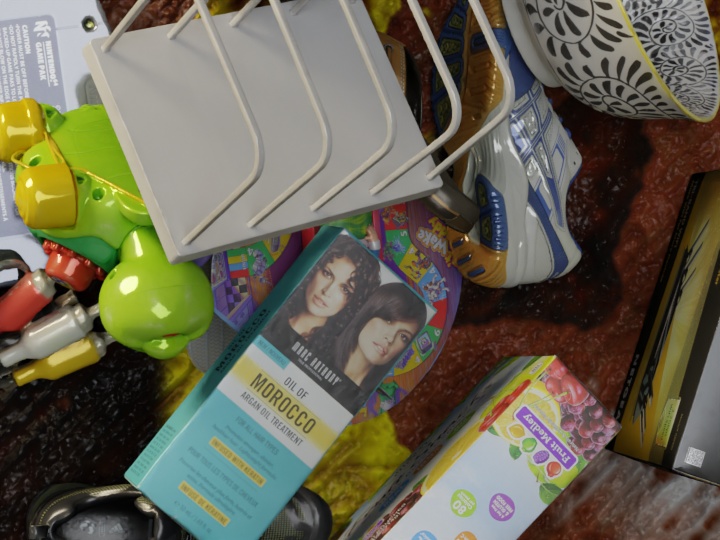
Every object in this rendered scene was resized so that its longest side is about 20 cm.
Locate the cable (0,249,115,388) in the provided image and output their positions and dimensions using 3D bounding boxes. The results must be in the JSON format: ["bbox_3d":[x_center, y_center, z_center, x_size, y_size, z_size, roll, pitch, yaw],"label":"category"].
[{"bbox_3d":[-0.247,0.065,1.320,0.200,0.050,0.097,-40,123,-3],"label":"cable"}]

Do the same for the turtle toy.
[{"bbox_3d":[-0.141,-0.031,1.268,0.144,0.200,0.102,-7,127,-19],"label":"turtle toy"}]

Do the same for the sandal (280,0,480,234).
[{"bbox_3d":[0.020,-0.113,1.348,0.055,0.082,0.201,-40,77,12],"label":"sandal"}]

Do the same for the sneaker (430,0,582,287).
[{"bbox_3d":[0.102,-0.089,1.393,0.087,0.075,0.202,0,88,-31],"label":"sneaker"}]

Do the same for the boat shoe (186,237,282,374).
[{"bbox_3d":[-0.066,-0.029,1.360,0.062,0.072,0.202,0,105,-52],"label":"boat shoe"}]

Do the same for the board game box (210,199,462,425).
[{"bbox_3d":[0.000,0.000,1.339,0.200,0.039,0.159,42,71,-32],"label":"board game box"}]

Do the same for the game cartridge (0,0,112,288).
[{"bbox_3d":[-0.213,-0.093,1.353,0.132,0.041,0.202,-8,91,-5],"label":"game cartridge"}]

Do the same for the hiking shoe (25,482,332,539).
[{"bbox_3d":[-0.113,0.171,1.333,0.198,0.101,0.077,-2,92,-8],"label":"hiking shoe"}]

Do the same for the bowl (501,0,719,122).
[{"bbox_3d":[0.150,-0.176,1.357,0.094,0.200,0.202,-19,93,26],"label":"bowl"}]

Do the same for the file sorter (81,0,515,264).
[{"bbox_3d":[-0.029,-0.110,1.213,0.199,0.124,0.140,-16,77,-36],"label":"file sorter"}]

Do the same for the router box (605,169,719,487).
[{"bbox_3d":[0.230,0.035,1.359,0.052,0.157,0.202,18,86,-8],"label":"router box"}]

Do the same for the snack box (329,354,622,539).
[{"bbox_3d":[0.060,0.146,1.326,0.200,0.169,0.068,-44,93,-6],"label":"snack box"}]

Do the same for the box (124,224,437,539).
[{"bbox_3d":[-0.048,0.075,1.277,0.082,0.049,0.200,40,82,-14],"label":"box"}]
